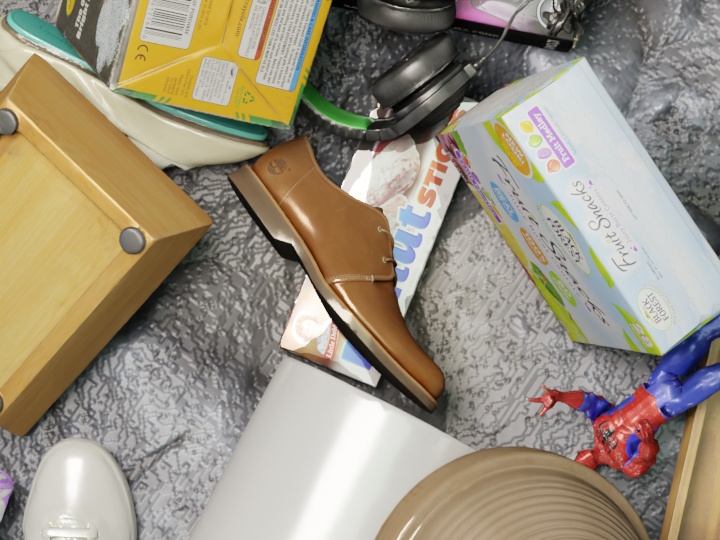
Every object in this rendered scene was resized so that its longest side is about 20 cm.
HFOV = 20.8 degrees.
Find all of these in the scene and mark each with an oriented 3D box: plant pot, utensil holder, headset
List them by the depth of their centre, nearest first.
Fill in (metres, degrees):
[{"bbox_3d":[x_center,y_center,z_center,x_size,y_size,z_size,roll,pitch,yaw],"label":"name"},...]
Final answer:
[{"bbox_3d":[0.103,0.208,1.138,0.199,0.093,0.203,-2,94,-24],"label":"plant pot"},{"bbox_3d":[-0.022,0.177,1.218,0.169,0.170,0.201,27,85,1],"label":"utensil holder"},{"bbox_3d":[0.041,-0.153,1.255,0.198,0.094,0.125,-3,111,22],"label":"headset"}]

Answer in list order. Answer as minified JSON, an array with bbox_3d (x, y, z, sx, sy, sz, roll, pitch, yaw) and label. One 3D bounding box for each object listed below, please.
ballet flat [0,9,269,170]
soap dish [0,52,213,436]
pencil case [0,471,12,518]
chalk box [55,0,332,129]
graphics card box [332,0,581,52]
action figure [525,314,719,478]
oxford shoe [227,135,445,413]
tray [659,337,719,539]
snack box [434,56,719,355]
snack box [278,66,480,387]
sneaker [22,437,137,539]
[{"bbox_3d":[-0.157,-0.104,1.290,0.199,0.069,0.070,26,87,3],"label":"ballet flat"},{"bbox_3d":[-0.216,-0.011,1.244,0.157,0.081,0.200,43,106,0],"label":"soap dish"},{"bbox_3d":[-0.292,0.205,1.247,0.083,0.086,0.201,21,86,-1],"label":"pencil case"},{"bbox_3d":[-0.110,-0.185,1.234,0.123,0.200,0.126,11,108,-25],"label":"chalk box"},{"bbox_3d":[0.056,-0.225,1.300,0.198,0.051,0.127,12,86,-1],"label":"graphics card box"},{"bbox_3d":[0.189,0.070,1.242,0.200,0.099,0.065,-46,60,23],"label":"action figure"},{"bbox_3d":[0.000,0.000,1.253,0.071,0.071,0.201,-35,86,-7],"label":"oxford shoe"},{"bbox_3d":[0.266,0.100,1.291,0.098,0.037,0.202,13,88,0],"label":"tray"},{"bbox_3d":[0.133,-0.037,1.203,0.067,0.200,0.169,-36,95,-8],"label":"snack box"},{"bbox_3d":[0.015,-0.029,1.301,0.071,0.024,0.201,22,86,-1],"label":"snack box"},{"bbox_3d":[-0.188,0.209,1.253,0.075,0.088,0.202,5,86,1],"label":"sneaker"}]
